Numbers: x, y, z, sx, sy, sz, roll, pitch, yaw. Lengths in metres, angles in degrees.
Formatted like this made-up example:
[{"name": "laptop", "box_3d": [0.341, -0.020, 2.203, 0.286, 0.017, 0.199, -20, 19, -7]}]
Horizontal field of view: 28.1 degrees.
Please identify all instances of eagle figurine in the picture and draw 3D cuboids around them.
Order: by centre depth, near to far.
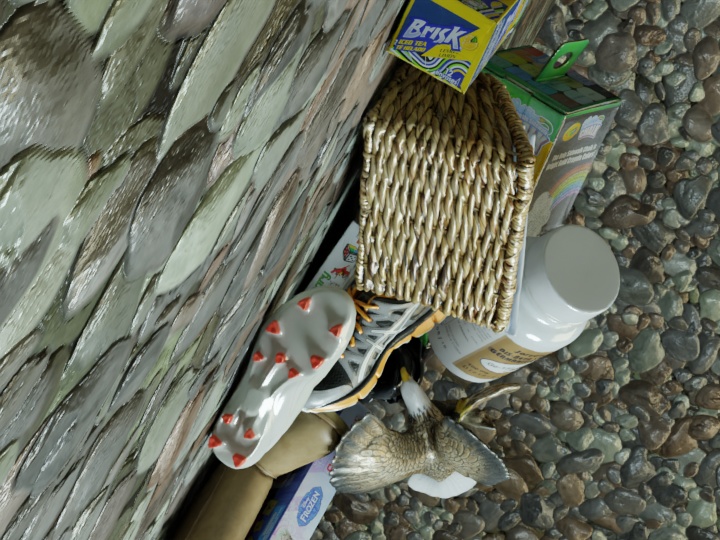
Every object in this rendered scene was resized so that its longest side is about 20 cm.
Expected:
[{"name": "eagle figurine", "box_3d": [0.064, 0.166, 1.393, 0.152, 0.151, 0.200, -52, -179, 19]}]

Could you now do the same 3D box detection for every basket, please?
[{"name": "basket", "box_3d": [0.089, -0.071, 1.236, 0.143, 0.148, 0.201, -57, 157, -46]}]

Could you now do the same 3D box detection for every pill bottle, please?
[{"name": "pill bottle", "box_3d": [0.159, 0.031, 1.409, 0.200, 0.114, 0.115, -35, -160, 55]}]

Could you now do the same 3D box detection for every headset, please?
[{"name": "headset", "box_3d": [0.013, 0.121, 1.504, 0.123, 0.094, 0.200, -9, 137, -35]}]

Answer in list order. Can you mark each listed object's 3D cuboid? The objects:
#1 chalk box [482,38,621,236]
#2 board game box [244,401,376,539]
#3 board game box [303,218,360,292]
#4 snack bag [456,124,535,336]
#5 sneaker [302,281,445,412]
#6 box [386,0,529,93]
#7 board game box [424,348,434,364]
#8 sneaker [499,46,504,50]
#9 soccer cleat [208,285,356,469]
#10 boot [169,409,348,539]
[{"name": "chalk box", "box_3d": [0.168, -0.148, 1.452, 0.124, 0.124, 0.201, -18, 136, -52]}, {"name": "board game box", "box_3d": [-0.094, 0.228, 1.461, 0.199, 0.041, 0.200, -22, -148, 54]}, {"name": "board game box", "box_3d": [0.000, 0.000, 1.424, 0.126, 0.035, 0.200, -55, 170, 16]}, {"name": "snack bag", "box_3d": [0.109, -0.046, 1.355, 0.200, 0.021, 0.189, -160, -108, -70]}, {"name": "sneaker", "box_3d": [0.001, 0.050, 1.331, 0.200, 0.078, 0.077, -43, 141, -21]}, {"name": "box", "box_3d": [0.087, -0.209, 1.140, 0.064, 0.070, 0.200, -62, 176, 27]}, {"name": "board game box", "box_3d": [0.060, 0.049, 1.546, 0.200, 0.104, 0.024, -53, -139, 34]}, {"name": "sneaker", "box_3d": [0.091, -0.155, 1.508, 0.200, 0.073, 0.085, -61, 178, 15]}, {"name": "soccer cleat", "box_3d": [-0.065, 0.088, 1.250, 0.200, 0.069, 0.078, -55, 169, 21]}, {"name": "boot", "box_3d": [-0.106, 0.221, 1.345, 0.175, 0.066, 0.200, -25, -151, 55]}]
